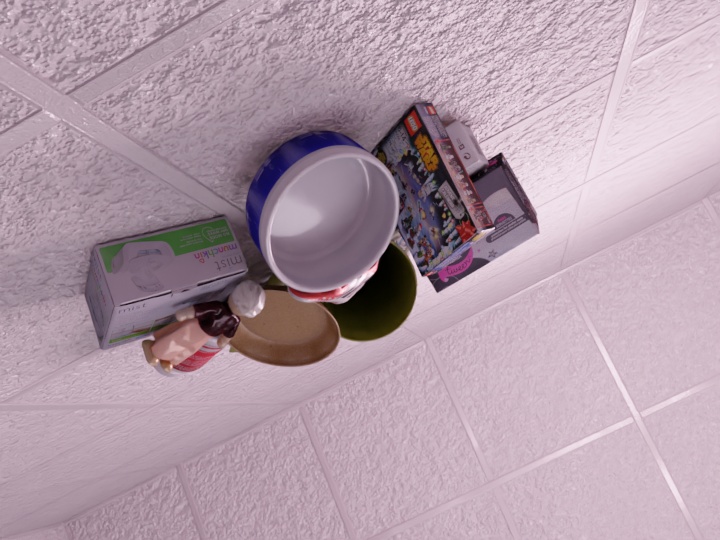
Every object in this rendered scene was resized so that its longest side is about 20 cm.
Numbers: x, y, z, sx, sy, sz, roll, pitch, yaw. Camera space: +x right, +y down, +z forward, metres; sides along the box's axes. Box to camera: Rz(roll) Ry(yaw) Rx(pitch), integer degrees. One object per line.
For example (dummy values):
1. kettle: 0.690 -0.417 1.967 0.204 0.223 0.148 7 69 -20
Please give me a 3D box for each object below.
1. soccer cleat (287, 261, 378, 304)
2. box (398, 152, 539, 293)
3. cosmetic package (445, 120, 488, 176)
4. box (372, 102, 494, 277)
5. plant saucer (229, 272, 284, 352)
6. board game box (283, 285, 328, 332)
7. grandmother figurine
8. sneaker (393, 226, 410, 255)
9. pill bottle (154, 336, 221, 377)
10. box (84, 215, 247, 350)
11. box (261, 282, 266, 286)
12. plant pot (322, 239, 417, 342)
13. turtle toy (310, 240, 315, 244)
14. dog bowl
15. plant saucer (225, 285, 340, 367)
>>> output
1. soccer cleat: -0.043 0.022 1.097 0.199 0.068 0.086 -28 151 -53
2. box: 0.180 -0.078 1.202 0.198 0.133 0.115 -31 -169 21
3. cosmetic package: 0.095 -0.148 1.145 0.198 0.072 0.101 -31 174 18
4. box: 0.094 -0.112 1.029 0.039 0.203 0.137 -13 162 -38
5. plant saucer: -0.174 0.068 1.322 0.202 0.031 0.200 -59 -179 2
6. board game box: -0.115 0.101 1.276 0.024 0.104 0.200 -55 180 -29
7. grandmother figurine: -0.226 0.077 1.065 0.198 0.061 0.121 -30 157 11
8. sneaker: 0.065 -0.084 1.369 0.085 0.079 0.201 -8 151 -24
9. pill bottle: -0.310 0.119 1.335 0.111 0.114 0.199 -10 159 -46
10. box: -0.287 0.021 1.063 0.197 0.098 0.177 -17 163 -30
11. box: -0.246 0.094 1.501 0.197 0.042 0.156 -25 166 0
12. plant pot: 0.000 0.000 1.307 0.184 0.190 0.200 -26 -163 5
13. turtle toy: -0.081 -0.063 1.096 0.145 0.102 0.200 -42 164 9
14. dog bowl: -0.050 -0.077 0.963 0.197 0.079 0.204 -17 128 -23
15. plant saucer: -0.127 0.083 1.155 0.195 0.036 0.202 3 139 3
